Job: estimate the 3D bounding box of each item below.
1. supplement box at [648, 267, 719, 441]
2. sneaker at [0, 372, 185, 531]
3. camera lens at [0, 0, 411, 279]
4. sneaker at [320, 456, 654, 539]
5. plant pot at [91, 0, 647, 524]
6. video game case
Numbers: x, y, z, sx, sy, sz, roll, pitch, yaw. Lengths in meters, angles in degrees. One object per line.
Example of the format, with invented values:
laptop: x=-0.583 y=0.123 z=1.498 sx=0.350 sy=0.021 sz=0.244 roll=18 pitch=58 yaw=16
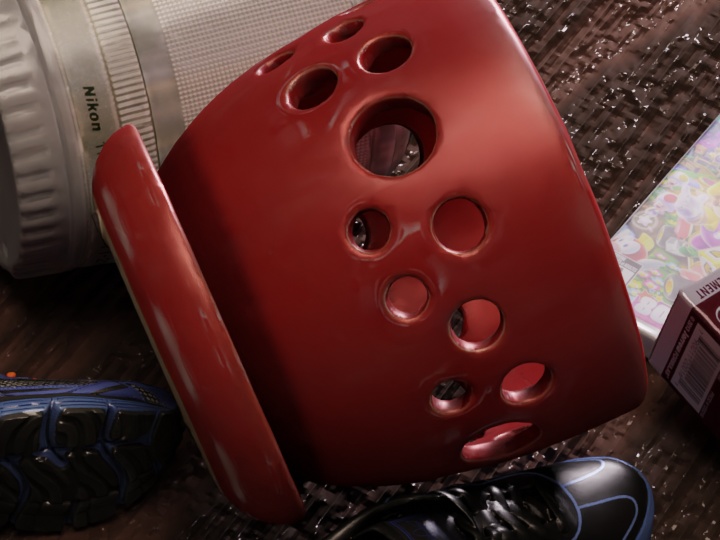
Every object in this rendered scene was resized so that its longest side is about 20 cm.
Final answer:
supplement box: x=0.232 y=0.071 z=1.171 sx=0.109 sy=0.061 sz=0.200 roll=-30 pitch=66 yaw=-27
sneaker: x=-0.174 y=0.061 z=1.158 sx=0.200 sy=0.075 sz=0.079 roll=0 pitch=45 yaw=-7
camera lens: x=-0.085 y=-0.094 z=1.243 sx=0.200 sy=0.160 sz=0.160 roll=-16 pitch=51 yaw=-18
sneaker: x=0.044 y=0.120 z=1.117 sx=0.200 sy=0.078 sz=0.070 roll=-27 pitch=56 yaw=-26
plant pot: x=0.000 y=0.000 z=1.118 sx=0.182 sy=0.201 sz=0.201 roll=-25 pitch=53 yaw=-3
video game case: x=0.208 y=-0.013 z=1.291 sx=0.143 sy=0.018 sz=0.200 roll=29 pitch=52 yaw=20
